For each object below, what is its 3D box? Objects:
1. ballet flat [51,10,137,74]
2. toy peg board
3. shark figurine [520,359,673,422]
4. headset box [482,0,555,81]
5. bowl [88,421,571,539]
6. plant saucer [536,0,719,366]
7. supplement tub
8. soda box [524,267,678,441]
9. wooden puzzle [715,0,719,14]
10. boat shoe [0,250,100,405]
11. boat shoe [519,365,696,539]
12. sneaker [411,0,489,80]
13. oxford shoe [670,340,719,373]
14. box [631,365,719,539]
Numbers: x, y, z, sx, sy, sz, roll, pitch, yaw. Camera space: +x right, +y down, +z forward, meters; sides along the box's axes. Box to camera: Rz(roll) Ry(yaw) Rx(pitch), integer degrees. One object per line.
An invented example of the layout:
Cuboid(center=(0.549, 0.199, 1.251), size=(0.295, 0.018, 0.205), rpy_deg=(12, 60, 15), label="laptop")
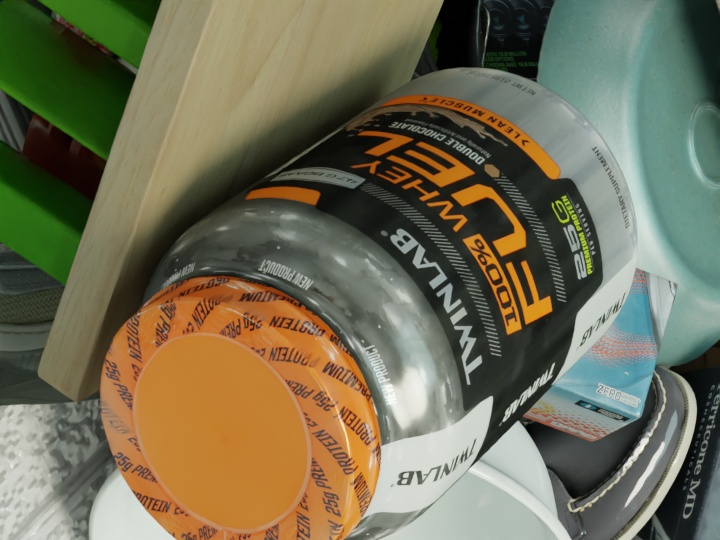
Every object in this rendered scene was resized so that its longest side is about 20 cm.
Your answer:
Cuboid(center=(-0.087, -0.106, 0.898), size=(0.075, 0.064, 0.202), rpy_deg=(-13, 103, -51), label="ballet flat")
Cuboid(center=(-0.055, -0.091, 0.800), size=(0.199, 0.097, 0.201), rpy_deg=(-37, 156, -53), label="toy peg board")
Cuboid(center=(0.066, 0.115, 1.123), size=(0.089, 0.128, 0.216), rpy_deg=(23, 91, -25), label="shark figurine")
Cuboid(center=(0.128, -0.103, 1.152), size=(0.174, 0.092, 0.201), rpy_deg=(-40, 122, -43), label="headset box")
Cuboid(center=(-0.007, 0.087, 0.934), size=(0.201, 0.200, 0.091), rpy_deg=(52, 34, -40), label="bowl")
Cuboid(center=(0.151, -0.057, 1.062), size=(0.199, 0.036, 0.202), rpy_deg=(12, 75, -50), label="plant saucer")
Cuboid(center=(0.005, 0.015, 0.783), size=(0.200, 0.122, 0.123), rpy_deg=(-39, 122, -51), label="supplement tub")
Cuboid(center=(0.028, 0.006, 0.960), size=(0.199, 0.068, 0.064), rpy_deg=(20, 73, -8), label="soda box")
Cuboid(center=(0.214, -0.110, 1.098), size=(0.200, 0.037, 0.186), rpy_deg=(-63, 135, -62), label="wooden puzzle")
Cuboid(center=(-0.140, 0.012, 0.833), size=(0.201, 0.074, 0.065), rpy_deg=(-1, 69, -44), label="boat shoe")
Cuboid(center=(0.068, 0.110, 1.041), size=(0.200, 0.073, 0.063), rpy_deg=(-41, 135, 8), label="boat shoe")
Cuboid(center=(0.023, -0.135, 0.998), size=(0.071, 0.082, 0.201), rpy_deg=(9, 60, -50), label="sneaker")
Cuboid(center=(0.208, 0.061, 1.276), size=(0.072, 0.084, 0.202), rpy_deg=(0, 91, -51), label="oxford shoe")
Cuboid(center=(0.174, 0.162, 1.116), size=(0.123, 0.196, 0.201), rpy_deg=(20, 78, -14), label="box")
